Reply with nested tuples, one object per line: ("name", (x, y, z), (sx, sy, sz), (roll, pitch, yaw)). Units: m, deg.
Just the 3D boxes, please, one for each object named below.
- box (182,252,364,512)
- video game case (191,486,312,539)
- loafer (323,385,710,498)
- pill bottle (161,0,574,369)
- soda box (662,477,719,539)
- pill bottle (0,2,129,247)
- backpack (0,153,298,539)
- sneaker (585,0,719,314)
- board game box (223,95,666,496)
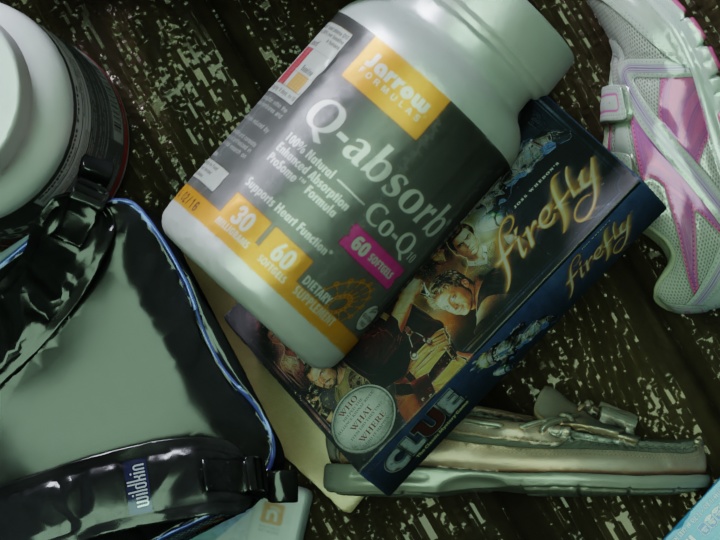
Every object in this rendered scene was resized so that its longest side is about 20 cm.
("box", (0.000, 0.000, 1.480), (0.163, 0.021, 0.200), (42, 91, 8))
("video game case", (-0.141, 0.183, 1.486), (0.199, 0.022, 0.183), (13, 87, 9))
("loafer", (0.080, 0.085, 1.432), (0.199, 0.072, 0.063), (-1, 84, 2))
("pill bottle", (0.006, -0.060, 1.370), (0.116, 0.116, 0.200), (41, 89, 9))
("soda box", (0.240, 0.088, 1.415), (0.064, 0.068, 0.200), (43, 92, 8))
("pill bottle", (-0.193, -0.076, 1.424), (0.115, 0.200, 0.117), (-1, 85, 9))
("backpack", (-0.152, 0.075, 1.410), (0.190, 0.154, 0.201), (-29, 80, -4))
("sneaker", (0.153, -0.065, 1.434), (0.088, 0.081, 0.201), (-25, 82, 4))
("board game box", (0.040, -0.003, 1.415), (0.200, 0.035, 0.135), (-46, 50, 1))
